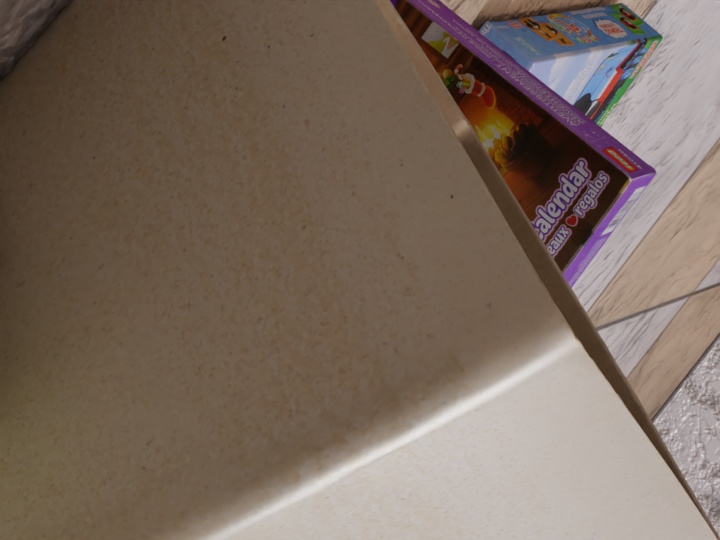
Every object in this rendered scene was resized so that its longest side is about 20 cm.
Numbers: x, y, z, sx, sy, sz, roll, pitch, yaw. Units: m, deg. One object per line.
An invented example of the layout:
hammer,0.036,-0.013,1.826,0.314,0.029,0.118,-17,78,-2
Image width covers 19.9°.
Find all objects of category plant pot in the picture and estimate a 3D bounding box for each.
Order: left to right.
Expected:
plant pot,-0.027,0.028,0.619,0.177,0.201,0.200,-33,147,6

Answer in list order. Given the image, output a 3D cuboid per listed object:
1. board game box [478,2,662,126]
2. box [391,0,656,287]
board game box,0.072,-0.063,1.049,0.152,0.037,0.200,-56,164,23
box,0.000,0.000,0.789,0.200,0.137,0.039,-55,165,19
